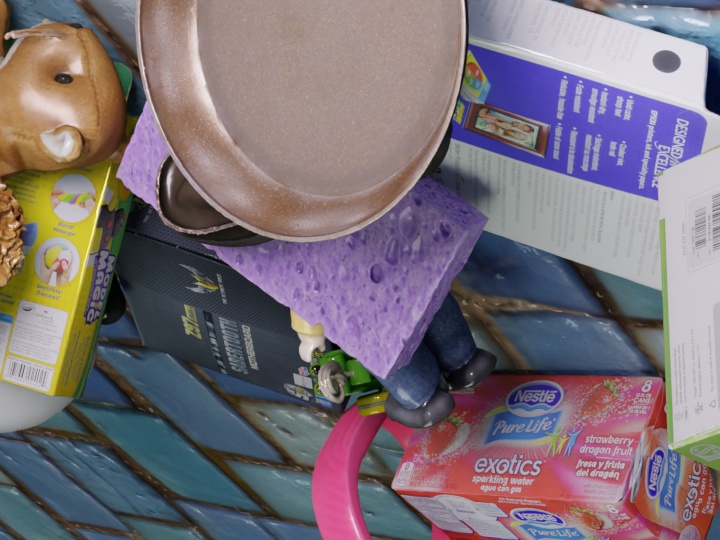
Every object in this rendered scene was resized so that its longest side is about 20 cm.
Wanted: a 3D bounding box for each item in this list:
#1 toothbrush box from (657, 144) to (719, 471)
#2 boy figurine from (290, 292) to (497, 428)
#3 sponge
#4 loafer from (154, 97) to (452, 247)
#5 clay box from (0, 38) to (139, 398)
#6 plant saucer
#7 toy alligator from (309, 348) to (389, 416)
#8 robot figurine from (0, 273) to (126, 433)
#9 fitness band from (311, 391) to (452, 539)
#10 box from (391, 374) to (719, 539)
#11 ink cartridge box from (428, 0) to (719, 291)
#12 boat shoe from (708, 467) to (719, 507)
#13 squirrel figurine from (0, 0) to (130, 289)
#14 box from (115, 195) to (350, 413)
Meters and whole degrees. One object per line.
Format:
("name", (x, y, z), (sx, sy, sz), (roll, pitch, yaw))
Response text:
("toothbrush box", (0.237, 0.036, 1.032), (0.199, 0.146, 0.086), (23, 146, -36))
("boy figurine", (0.000, 0.000, 1.275), (0.064, 0.124, 0.200), (6, 135, 56))
("sponge", (-0.036, -0.040, 1.200), (0.200, 0.030, 0.112), (36, 125, 14))
("loafer", (-0.045, -0.065, 1.111), (0.071, 0.073, 0.200), (9, 159, -44))
("clay box", (-0.201, -0.034, 1.317), (0.114, 0.201, 0.048), (15, 179, 19))
("plant saucer", (-0.024, -0.115, 1.020), (0.199, 0.201, 0.032), (4, -171, 37))
("toy alligator", (-0.006, 0.064, 1.386), (0.054, 0.060, 0.200), (-14, 179, 22))
("robot figurine", (-0.250, 0.014, 1.435), (0.200, 0.150, 0.125), (58, -172, 35))
("fitness band", (0.027, 0.164, 1.505), (0.037, 0.200, 0.144), (-25, 104, 23))
("box", (0.134, 0.132, 1.449), (0.199, 0.096, 0.100), (-2, 146, 44))
("ink cartridge box", (0.120, -0.062, 1.125), (0.199, 0.044, 0.198), (21, 156, 11))
("boat shoe", (0.235, 0.087, 1.318), (0.067, 0.072, 0.200), (-18, 136, 8))
("squirrel figurine", (-0.227, -0.067, 1.245), (0.186, 0.201, 0.142), (8, 180, 9))
("box", (-0.081, 0.016, 1.457), (0.157, 0.051, 0.200), (19, 156, 12))
